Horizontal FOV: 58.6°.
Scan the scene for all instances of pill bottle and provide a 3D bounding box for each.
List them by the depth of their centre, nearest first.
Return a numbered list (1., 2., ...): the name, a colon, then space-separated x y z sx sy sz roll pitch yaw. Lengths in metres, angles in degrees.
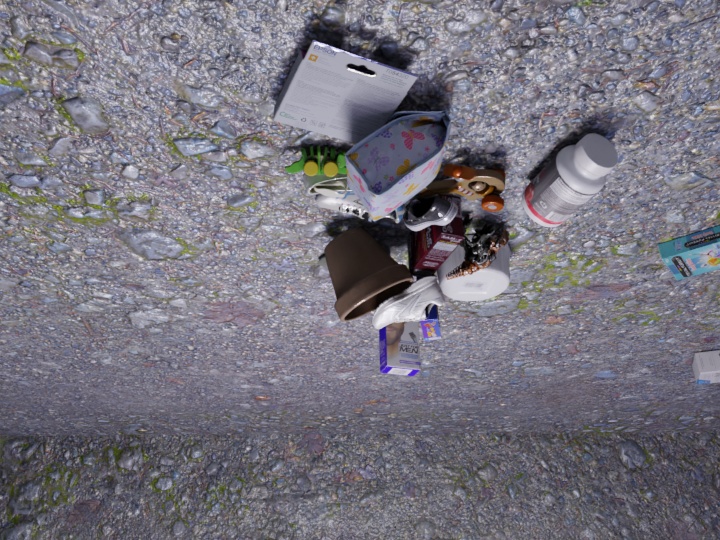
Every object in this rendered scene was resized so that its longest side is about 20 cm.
1. pill bottle: 0.424 -0.183 1.300 0.110 0.111 0.200 9 150 -17

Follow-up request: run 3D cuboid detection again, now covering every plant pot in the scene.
1. plant pot: 0.000 0.000 1.527 0.199 0.175 0.200 -29 166 -8

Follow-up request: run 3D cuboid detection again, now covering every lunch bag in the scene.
1. lunch bag: 0.075 -0.207 1.196 0.199 0.128 0.170 -33 171 -5

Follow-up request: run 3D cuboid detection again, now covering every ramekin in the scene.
1. ramekin: 0.289 0.000 1.646 0.199 0.098 0.201 -1 151 -1

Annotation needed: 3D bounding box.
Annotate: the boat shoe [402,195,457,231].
1. boat shoe: 0.134 -0.130 1.390 0.066 0.070 0.200 32 173 -20

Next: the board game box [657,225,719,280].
1. board game box: 0.883 -0.049 1.627 0.199 0.047 0.151 -21 145 33

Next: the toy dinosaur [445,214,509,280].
1. toy dinosaur: 0.278 -0.047 1.499 0.102 0.200 0.136 6 136 32

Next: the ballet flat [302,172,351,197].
1. ballet flat: -0.021 -0.181 1.339 0.198 0.070 0.070 -1 152 -1

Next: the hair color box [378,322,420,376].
1. hair color box: 0.115 0.206 1.913 0.109 0.201 0.065 9 149 -17

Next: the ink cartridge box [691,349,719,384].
1. ink cartridge box: 1.327 0.346 2.330 0.199 0.085 0.145 -10 151 18

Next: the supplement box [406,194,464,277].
1. supplement box: 0.171 -0.076 1.492 0.060 0.110 0.200 8 149 -16

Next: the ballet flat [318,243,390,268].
1. ballet flat: -0.019 -0.019 1.638 0.199 0.064 0.067 -12 151 20

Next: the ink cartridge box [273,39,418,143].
1. ink cartridge box: -0.030 -0.312 1.121 0.195 0.044 0.200 11 147 -23

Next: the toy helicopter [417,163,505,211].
1. toy helicopter: 0.202 -0.180 1.343 0.199 0.079 0.132 -2 161 29

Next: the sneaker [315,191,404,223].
1. sneaker: 0.000 -0.143 1.403 0.198 0.073 0.072 4 153 -6

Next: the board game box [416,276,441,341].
1. board game box: 0.172 0.062 1.649 0.044 0.201 0.135 -7 152 7

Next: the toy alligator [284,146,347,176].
1. toy alligator: -0.052 -0.220 1.283 0.198 0.059 0.055 1 111 -5

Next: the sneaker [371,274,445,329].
1. sneaker: 0.113 0.091 1.538 0.199 0.087 0.074 -35 164 22
